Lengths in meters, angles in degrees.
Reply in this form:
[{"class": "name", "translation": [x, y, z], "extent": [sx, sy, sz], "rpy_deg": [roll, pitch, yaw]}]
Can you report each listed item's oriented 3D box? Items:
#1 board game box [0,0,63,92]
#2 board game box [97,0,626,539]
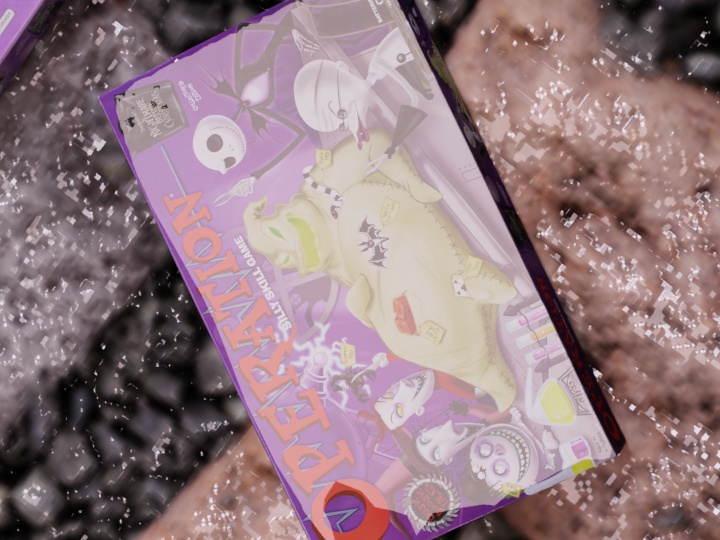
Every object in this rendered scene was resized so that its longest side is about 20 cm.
[{"class": "board game box", "translation": [-0.168, -0.122, 1.016], "extent": [0.120, 0.032, 0.200], "rpy_deg": [40, 104, 10]}, {"class": "board game box", "translation": [0.000, 0.000, 1.003], "extent": [0.120, 0.032, 0.200], "rpy_deg": [-26, 90, 18]}]
